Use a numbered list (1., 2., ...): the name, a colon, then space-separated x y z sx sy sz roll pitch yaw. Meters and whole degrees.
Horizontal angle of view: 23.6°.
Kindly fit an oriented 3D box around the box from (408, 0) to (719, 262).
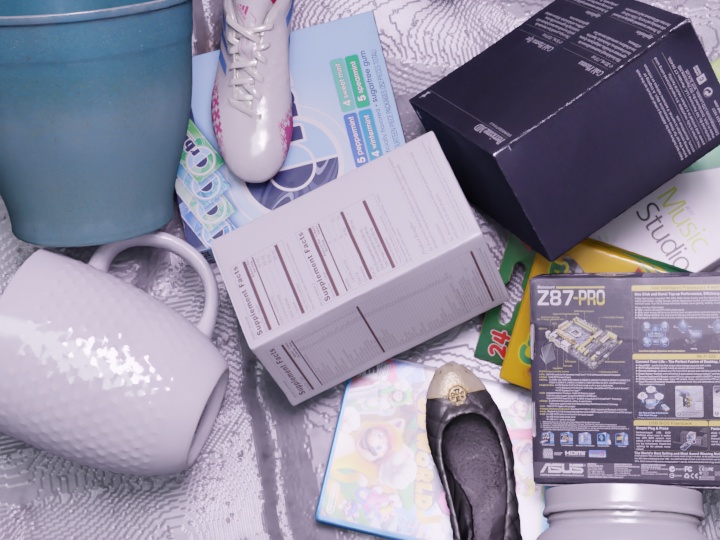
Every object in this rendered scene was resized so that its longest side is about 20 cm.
1. box: 0.163 -0.123 1.360 0.181 0.200 0.105 -33 114 -5

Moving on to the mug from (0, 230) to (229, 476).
1. mug: -0.189 0.061 1.376 0.174 0.148 0.201 22 71 5

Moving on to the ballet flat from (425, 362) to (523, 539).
1. ballet flat: 0.094 0.168 1.355 0.066 0.057 0.202 -12 76 0

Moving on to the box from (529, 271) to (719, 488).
1. box: 0.229 0.083 1.314 0.198 0.049 0.163 -1 95 16

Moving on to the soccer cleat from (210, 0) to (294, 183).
1. soccer cleat: -0.091 -0.175 1.410 0.069 0.086 0.202 0 74 4

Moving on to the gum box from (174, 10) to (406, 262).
1. gum box: -0.064 -0.112 1.459 0.198 0.045 0.172 -14 75 -1

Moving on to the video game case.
1. video game case: 0.075 0.155 1.398 0.198 0.018 0.145 12 77 6

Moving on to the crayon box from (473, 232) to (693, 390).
1. crayon box: 0.194 0.047 1.373 0.198 0.051 0.128 18 99 14

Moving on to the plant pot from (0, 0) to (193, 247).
1. plant pot: -0.223 -0.124 1.379 0.198 0.200 0.190 -3 106 3

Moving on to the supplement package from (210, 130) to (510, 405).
1. supplement package: 0.000 0.000 1.371 0.198 0.114 0.110 -26 57 2

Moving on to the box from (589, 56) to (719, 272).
1. box: 0.260 -0.067 1.431 0.199 0.036 0.145 -32 77 -5

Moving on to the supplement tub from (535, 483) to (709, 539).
1. supplement tub: 0.198 0.267 1.298 0.143 0.145 0.202 1 76 4

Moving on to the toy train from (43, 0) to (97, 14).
1. toy train: -0.231 -0.271 1.494 0.200 0.085 0.114 -39 89 -8
